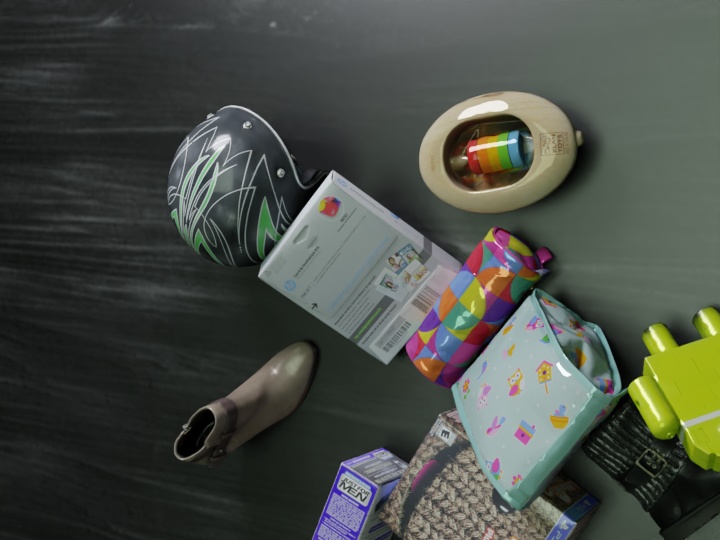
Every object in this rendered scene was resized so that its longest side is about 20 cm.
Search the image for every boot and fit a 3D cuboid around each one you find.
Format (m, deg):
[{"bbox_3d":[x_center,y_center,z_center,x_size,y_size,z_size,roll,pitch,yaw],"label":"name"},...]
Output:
[{"bbox_3d":[0.354,0.182,1.222,0.211,0.079,0.158,-45,72,23],"label":"boot"},{"bbox_3d":[-0.151,0.175,1.458,0.070,0.146,0.201,43,110,21],"label":"boot"}]

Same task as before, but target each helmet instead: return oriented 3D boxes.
[{"bbox_3d":[-0.148,-0.103,1.415,0.198,0.190,0.203,2,95,28],"label":"helmet"}]

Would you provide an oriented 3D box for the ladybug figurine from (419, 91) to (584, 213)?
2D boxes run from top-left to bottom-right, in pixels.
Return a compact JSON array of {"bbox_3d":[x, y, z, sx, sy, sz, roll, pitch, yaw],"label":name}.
[{"bbox_3d":[0.166,-0.136,1.311,0.198,0.072,0.138,-3,91,29],"label":"ladybug figurine"}]

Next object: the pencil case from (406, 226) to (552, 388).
[{"bbox_3d":[0.138,0.044,1.331,0.088,0.088,0.201,45,113,19],"label":"pencil case"}]

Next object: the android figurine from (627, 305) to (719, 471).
[{"bbox_3d":[0.374,0.127,1.165,0.180,0.041,0.201,-15,48,-5],"label":"android figurine"}]

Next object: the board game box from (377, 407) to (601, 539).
[{"bbox_3d":[0.149,0.283,1.329,0.199,0.097,0.160,36,109,22],"label":"board game box"}]

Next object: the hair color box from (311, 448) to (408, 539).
[{"bbox_3d":[-0.009,0.331,1.411,0.064,0.109,0.202,29,105,25],"label":"hair color box"}]

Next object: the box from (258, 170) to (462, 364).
[{"bbox_3d":[0.000,0.000,1.369,0.199,0.041,0.156,34,111,-14],"label":"box"}]

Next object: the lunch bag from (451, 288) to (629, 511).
[{"bbox_3d":[0.199,0.145,1.234,0.121,0.201,0.171,30,110,-19],"label":"lunch bag"}]
